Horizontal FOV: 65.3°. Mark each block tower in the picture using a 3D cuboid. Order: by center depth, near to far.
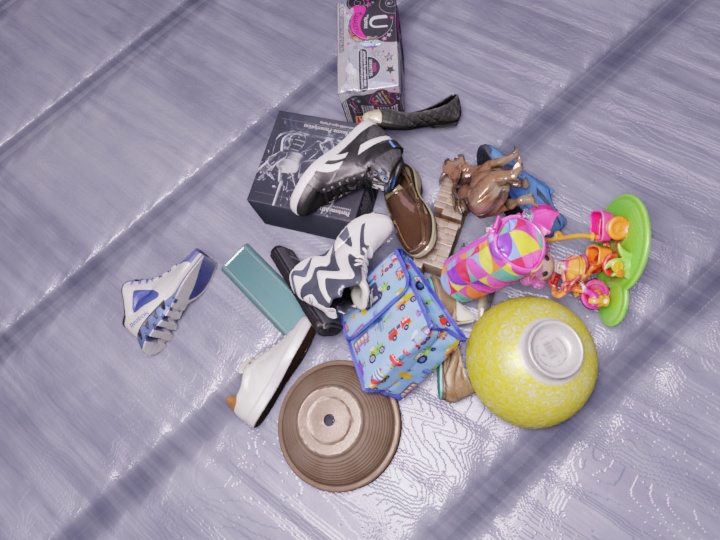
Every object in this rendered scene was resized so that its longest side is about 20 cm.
[{"bbox_3d":[0.147,-0.084,0.958,0.057,0.054,0.202,19,76,16],"label":"block tower"}]

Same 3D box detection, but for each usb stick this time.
[{"bbox_3d":[-0.093,0.032,0.941,0.033,0.055,0.201,-52,52,22],"label":"usb stick"}]

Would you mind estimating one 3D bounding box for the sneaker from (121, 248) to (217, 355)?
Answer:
[{"bbox_3d":[-0.356,0.035,0.992,0.114,0.081,0.200,31,80,16],"label":"sneaker"}]

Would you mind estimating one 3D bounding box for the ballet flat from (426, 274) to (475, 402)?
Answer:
[{"bbox_3d":[0.149,0.104,0.888,0.071,0.068,0.202,-4,72,-1],"label":"ballet flat"}]

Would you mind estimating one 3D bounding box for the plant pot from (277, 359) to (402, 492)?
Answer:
[{"bbox_3d":[-0.038,0.232,0.861,0.198,0.093,0.203,-3,69,9],"label":"plant pot"}]

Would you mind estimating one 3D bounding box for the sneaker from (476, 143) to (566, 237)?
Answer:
[{"bbox_3d":[0.272,-0.139,0.955,0.078,0.066,0.201,-24,68,-14],"label":"sneaker"}]

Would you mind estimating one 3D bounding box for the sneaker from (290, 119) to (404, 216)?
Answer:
[{"bbox_3d":[-0.010,-0.142,0.886,0.112,0.073,0.200,40,80,19],"label":"sneaker"}]

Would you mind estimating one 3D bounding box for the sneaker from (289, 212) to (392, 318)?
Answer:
[{"bbox_3d":[0.000,0.000,0.876,0.198,0.080,0.129,-33,52,-22],"label":"sneaker"}]

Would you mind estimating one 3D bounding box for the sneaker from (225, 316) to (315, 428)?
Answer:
[{"bbox_3d":[-0.149,0.148,0.918,0.084,0.073,0.201,31,80,14],"label":"sneaker"}]

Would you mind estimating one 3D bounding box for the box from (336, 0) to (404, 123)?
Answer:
[{"bbox_3d":[0.022,-0.382,1.041,0.113,0.132,0.202,-5,71,8],"label":"box"}]

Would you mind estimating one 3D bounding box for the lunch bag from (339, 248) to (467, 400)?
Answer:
[{"bbox_3d":[0.048,0.072,0.883,0.151,0.094,0.201,-47,45,21],"label":"lunch bag"}]

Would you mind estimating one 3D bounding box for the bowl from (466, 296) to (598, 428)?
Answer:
[{"bbox_3d":[0.263,0.122,0.815,0.197,0.108,0.203,1,71,-4],"label":"bowl"}]

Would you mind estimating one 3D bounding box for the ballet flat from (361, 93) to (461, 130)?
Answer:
[{"bbox_3d":[0.091,-0.280,0.998,0.198,0.066,0.058,-11,109,-25],"label":"ballet flat"}]

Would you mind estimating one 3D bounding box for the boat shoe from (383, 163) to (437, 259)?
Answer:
[{"bbox_3d":[0.069,-0.108,0.938,0.075,0.075,0.204,-37,42,25],"label":"boat shoe"}]

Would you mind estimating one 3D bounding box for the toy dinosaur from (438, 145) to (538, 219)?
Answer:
[{"bbox_3d":[0.189,-0.120,0.859,0.134,0.086,0.201,-21,24,18],"label":"toy dinosaur"}]

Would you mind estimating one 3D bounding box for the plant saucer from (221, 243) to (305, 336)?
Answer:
[{"bbox_3d":[-0.165,0.034,0.992,0.070,0.019,0.200,-45,69,-7],"label":"plant saucer"}]

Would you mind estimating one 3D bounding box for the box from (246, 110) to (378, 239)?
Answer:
[{"bbox_3d":[-0.070,-0.165,0.997,0.198,0.104,0.184,12,74,13],"label":"box"}]

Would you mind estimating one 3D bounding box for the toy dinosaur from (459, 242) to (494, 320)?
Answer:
[{"bbox_3d":[0.197,0.007,0.924,0.087,0.047,0.202,18,78,8],"label":"toy dinosaur"}]

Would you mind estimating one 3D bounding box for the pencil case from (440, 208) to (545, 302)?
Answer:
[{"bbox_3d":[0.183,-0.015,0.805,0.087,0.200,0.089,4,71,-13],"label":"pencil case"}]

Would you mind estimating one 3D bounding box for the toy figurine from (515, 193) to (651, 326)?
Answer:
[{"bbox_3d":[0.305,-0.022,0.846,0.182,0.150,0.203,5,96,-4],"label":"toy figurine"}]
